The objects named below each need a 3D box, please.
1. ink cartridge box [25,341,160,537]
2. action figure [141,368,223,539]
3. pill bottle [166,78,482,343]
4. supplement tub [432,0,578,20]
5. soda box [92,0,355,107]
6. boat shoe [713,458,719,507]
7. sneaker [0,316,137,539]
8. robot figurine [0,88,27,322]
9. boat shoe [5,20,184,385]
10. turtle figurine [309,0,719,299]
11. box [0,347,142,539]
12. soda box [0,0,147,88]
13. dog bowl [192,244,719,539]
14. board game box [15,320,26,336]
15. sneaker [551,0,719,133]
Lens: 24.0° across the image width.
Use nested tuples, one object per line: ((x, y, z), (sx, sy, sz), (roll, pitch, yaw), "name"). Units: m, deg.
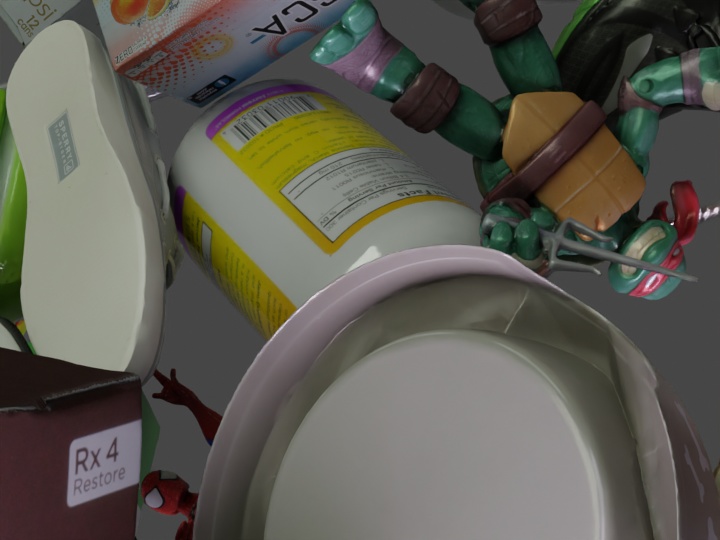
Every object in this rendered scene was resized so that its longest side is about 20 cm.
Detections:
((-0.183, 0.135, 0.745), (0.146, 0.083, 0.201), (1, 55, 10), "ink cartridge box")
((-0.033, 0.100, 0.692), (0.199, 0.099, 0.065), (9, 62, 41), "action figure")
((0.000, 0.000, 0.739), (0.104, 0.104, 0.200), (-43, 44, -3), "pill bottle")
((0.113, -0.206, 0.775), (0.200, 0.140, 0.141), (-18, 46, 42), "supplement tub")
((-0.021, -0.150, 0.726), (0.200, 0.068, 0.064), (-28, 67, 24), "soda box")
((0.163, 0.082, 0.577), (0.069, 0.074, 0.201), (-6, 60, 38), "boat shoe")
((-0.149, 0.116, 0.665), (0.115, 0.076, 0.200), (-29, 48, -10), "sneaker")
((-0.218, -0.039, 0.818), (0.176, 0.199, 0.116), (-115, 40, -68), "robot figurine")
((-0.110, -0.022, 0.747), (0.072, 0.068, 0.200), (-38, 49, 18), "boat shoe")
((0.082, -0.049, 0.679), (0.150, 0.200, 0.101), (-47, 3, -29), "turtle figurine")
((-0.202, 0.107, 0.561), (0.199, 0.166, 0.165), (10, 99, 27), "box")
((-0.142, -0.142, 0.886), (0.068, 0.200, 0.064), (-38, 85, 1), "soda box")
((0.033, 0.094, 0.580), (0.199, 0.059, 0.201), (-13, 69, 36), "dog bowl")
((-0.231, 0.020, 0.921), (0.101, 0.048, 0.201), (6, 60, 38), "board game box")
((0.167, -0.100, 0.723), (0.199, 0.077, 0.084), (-24, 43, 19), "sneaker")
